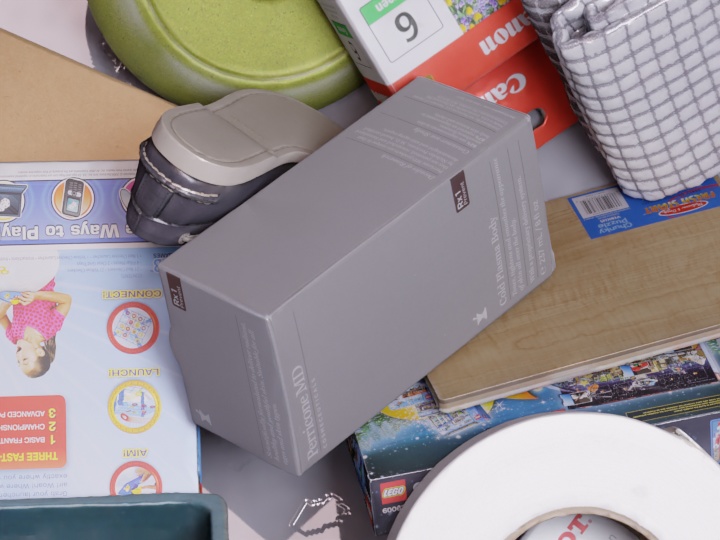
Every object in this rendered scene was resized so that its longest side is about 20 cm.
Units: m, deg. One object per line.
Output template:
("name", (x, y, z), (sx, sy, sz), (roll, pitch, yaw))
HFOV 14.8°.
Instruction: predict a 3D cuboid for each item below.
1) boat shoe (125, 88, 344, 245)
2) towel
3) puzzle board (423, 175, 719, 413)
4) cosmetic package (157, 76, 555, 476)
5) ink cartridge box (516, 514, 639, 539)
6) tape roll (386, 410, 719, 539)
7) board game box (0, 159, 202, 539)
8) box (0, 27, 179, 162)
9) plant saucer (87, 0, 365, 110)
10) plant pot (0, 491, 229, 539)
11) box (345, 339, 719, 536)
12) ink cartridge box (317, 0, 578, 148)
("boat shoe", (-0.059, -0.049, 1.444), (0.073, 0.200, 0.063), (39, 110, 19))
("towel", (0.193, -0.146, 1.461), (0.200, 0.166, 0.086), (-31, 53, 1))
("puzzle board", (0.117, 0.008, 1.466), (0.199, 0.017, 0.151), (-15, 34, -8))
("cosmetic package", (0.000, 0.000, 1.400), (0.090, 0.107, 0.200), (22, 49, 36))
("ink cartridge box", (0.138, 0.224, 1.426), (0.200, 0.083, 0.147), (37, 76, 6))
("tape roll", (0.106, 0.168, 1.356), (0.202, 0.037, 0.204), (0, 87, -6))
("board game box", (-0.182, 0.044, 1.441), (0.199, 0.056, 0.197), (-1, 80, -3))
("box", (-0.196, -0.045, 1.498), (0.199, 0.021, 0.164), (24, 77, 2))
("plant saucer", (-0.051, -0.176, 1.488), (0.199, 0.031, 0.201), (-3, 104, -13))
("plant pot", (-0.157, 0.243, 1.338), (0.195, 0.196, 0.201), (-2, 113, -4))
("box", (0.089, 0.065, 1.442), (0.199, 0.038, 0.137), (-10, 34, -6))
("ink cartridge box", (0.047, -0.138, 1.479), (0.109, 0.050, 0.200), (-35, 109, -9))
